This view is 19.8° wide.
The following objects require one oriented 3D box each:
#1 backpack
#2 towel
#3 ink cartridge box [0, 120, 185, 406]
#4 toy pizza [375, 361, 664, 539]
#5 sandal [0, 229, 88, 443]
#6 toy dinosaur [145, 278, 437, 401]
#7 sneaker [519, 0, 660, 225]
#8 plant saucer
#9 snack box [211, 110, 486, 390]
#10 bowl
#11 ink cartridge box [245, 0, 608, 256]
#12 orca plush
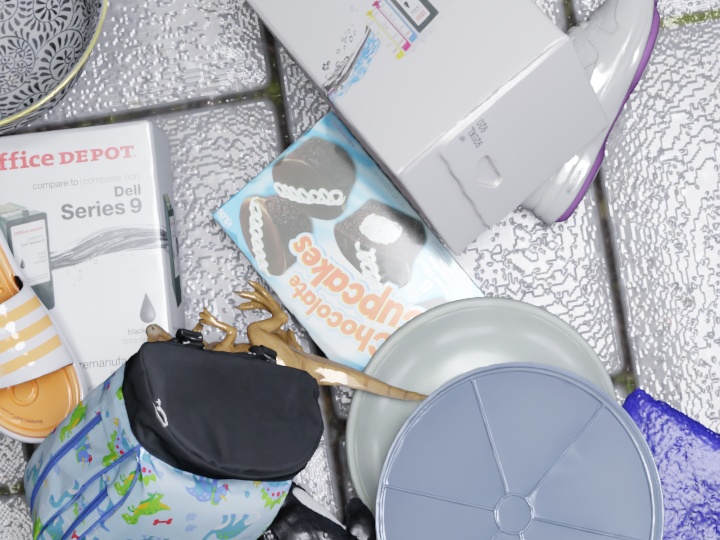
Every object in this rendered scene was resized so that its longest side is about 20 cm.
[{"bbox_3d":[-0.140,0.142,1.369,0.199,0.162,0.155,-23,64,39],"label":"backpack"},{"bbox_3d":[0.199,0.198,1.373,0.147,0.050,0.201,28,87,4],"label":"towel"},{"bbox_3d":[-0.203,0.002,1.464,0.144,0.084,0.202,-6,87,3],"label":"ink cartridge box"},{"bbox_3d":[0.105,0.162,1.365,0.198,0.032,0.203,-3,80,20],"label":"toy pizza"},{"bbox_3d":[-0.260,0.025,1.394,0.079,0.059,0.208,-29,86,3],"label":"sandal"},{"bbox_3d":[-0.054,0.065,1.432,0.198,0.107,0.061,7,126,-11],"label":"toy dinosaur"},{"bbox_3d":[0.147,-0.138,1.463,0.099,0.075,0.201,26,88,2],"label":"sneaker"},{"bbox_3d":[0.089,0.121,1.442,0.198,0.050,0.202,-1,98,-6],"label":"plant saucer"},{"bbox_3d":[0.000,0.000,1.480,0.116,0.037,0.200,-40,87,1],"label":"snack box"},{"bbox_3d":[-0.266,-0.169,1.460,0.198,0.094,0.203,-2,69,5],"label":"bowl"},{"bbox_3d":[0.045,-0.145,1.396,0.144,0.147,0.200,-40,63,2],"label":"ink cartridge box"},{"bbox_3d":[-0.050,0.173,1.427,0.104,0.071,0.202,-24,69,8],"label":"orca plush"}]
